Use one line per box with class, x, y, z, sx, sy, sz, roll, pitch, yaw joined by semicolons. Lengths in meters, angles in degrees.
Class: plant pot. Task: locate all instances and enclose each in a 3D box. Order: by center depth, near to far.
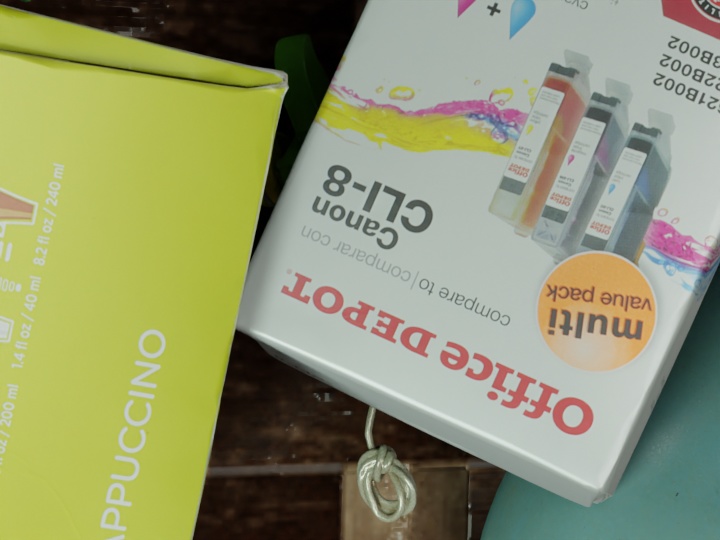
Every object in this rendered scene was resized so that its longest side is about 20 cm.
plant pot;0.147;0.115;0.936;0.161;0.200;0.201;-38;108;-10

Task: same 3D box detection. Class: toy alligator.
toy alligator;0.000;0.000;0.934;0.054;0.059;0.201;-30;110;-63

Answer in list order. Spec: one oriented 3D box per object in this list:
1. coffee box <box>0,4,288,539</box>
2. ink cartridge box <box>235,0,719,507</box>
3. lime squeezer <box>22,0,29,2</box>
coffee box;-0.165;0.008;0.776;0.199;0.198;0.201;12;89;-25
ink cartridge box;0.063;-0.034;0.814;0.145;0.145;0.201;24;87;8
lime squeezer;-0.205;-0.128;0.825;0.199;0.071;0.038;23;101;5
